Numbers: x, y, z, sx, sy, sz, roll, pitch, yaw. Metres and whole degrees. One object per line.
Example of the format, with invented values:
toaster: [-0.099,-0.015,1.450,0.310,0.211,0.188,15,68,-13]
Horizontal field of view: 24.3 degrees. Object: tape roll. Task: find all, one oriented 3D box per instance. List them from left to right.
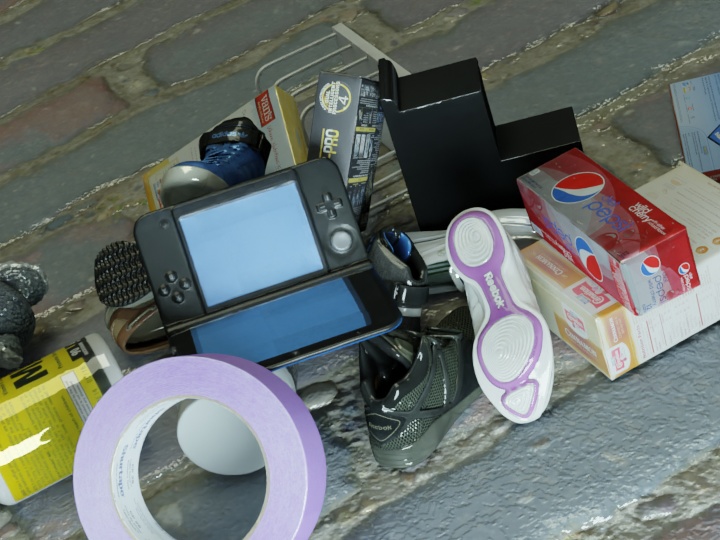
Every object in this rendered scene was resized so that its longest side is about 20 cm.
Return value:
tape roll: [-0.132,0.169,1.374,0.200,0.200,0.066,-12,-3,12]

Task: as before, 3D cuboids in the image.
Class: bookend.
bookend: [0.138,-0.133,1.692,0.199,0.200,0.092,-14,32,9]

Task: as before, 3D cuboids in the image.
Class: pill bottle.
pill bottle: [-0.313,0.151,1.578,0.200,0.114,0.114,-27,33,-13]
pill bottle: [-0.114,0.092,1.563,0.113,0.113,0.200,-13,32,9]

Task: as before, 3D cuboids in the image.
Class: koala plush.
koala plush: [-0.436,0.053,1.760,0.200,0.184,0.177,1,36,9]

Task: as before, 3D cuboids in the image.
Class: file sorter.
file sorter: [-0.017,-0.166,1.882,0.124,0.139,0.200,-27,33,-12]

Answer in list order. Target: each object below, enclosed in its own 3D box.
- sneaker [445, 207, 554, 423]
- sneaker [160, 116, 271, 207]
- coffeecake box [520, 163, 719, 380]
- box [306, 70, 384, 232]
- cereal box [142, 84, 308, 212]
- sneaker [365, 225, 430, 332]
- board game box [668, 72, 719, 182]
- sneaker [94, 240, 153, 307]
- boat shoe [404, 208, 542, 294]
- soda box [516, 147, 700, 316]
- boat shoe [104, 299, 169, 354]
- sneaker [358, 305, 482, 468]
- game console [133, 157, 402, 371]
sneaker: [0.138,0.042,1.506,0.075,0.100,0.200,-19,69,18]
sneaker: [-0.143,-0.106,1.664,0.077,0.200,0.111,1,78,17]
coffeecake box: [0.267,-0.003,1.543,0.200,0.073,0.154,-27,32,-13]
box: [-0.015,-0.115,1.671,0.049,0.161,0.200,8,6,7]
cereal box: [-0.143,-0.092,1.812,0.200,0.040,0.144,-31,55,24]
sneaker: [0.000,0.000,1.634,0.073,0.112,0.200,4,19,-43]
board game box: [0.387,-0.155,1.764,0.103,0.019,0.200,-13,32,13]
sneaker: [-0.182,-0.005,1.680,0.200,0.070,0.093,-21,-19,41]
boat shoe: [0.107,-0.006,1.652,0.200,0.074,0.067,-12,46,29]
soda box: [0.219,-0.037,1.491,0.070,0.063,0.200,-27,32,-9]
boat shoe: [-0.166,0.034,1.727,0.200,0.076,0.072,-26,38,2]
sneaker: [0.062,0.074,1.500,0.076,0.114,0.199,8,39,34]
game console: [-0.085,0.001,1.478,0.200,0.171,0.118,-19,-1,-8]
